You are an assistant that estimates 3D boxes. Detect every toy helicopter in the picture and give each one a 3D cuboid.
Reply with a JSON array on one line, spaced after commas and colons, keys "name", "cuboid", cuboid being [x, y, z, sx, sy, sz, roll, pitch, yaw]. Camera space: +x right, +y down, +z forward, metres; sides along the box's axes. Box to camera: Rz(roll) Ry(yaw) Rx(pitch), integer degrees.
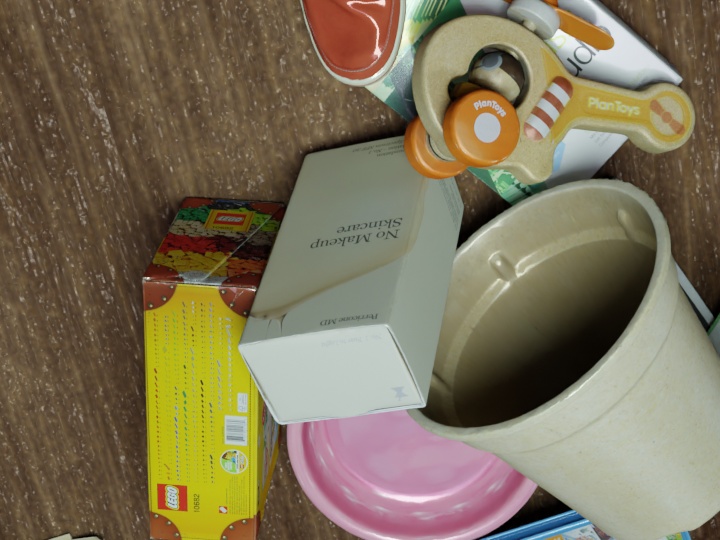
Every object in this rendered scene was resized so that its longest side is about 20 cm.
[{"name": "toy helicopter", "cuboid": [0.128, -0.120, 0.841, 0.199, 0.079, 0.133, 7, 84, -20]}]

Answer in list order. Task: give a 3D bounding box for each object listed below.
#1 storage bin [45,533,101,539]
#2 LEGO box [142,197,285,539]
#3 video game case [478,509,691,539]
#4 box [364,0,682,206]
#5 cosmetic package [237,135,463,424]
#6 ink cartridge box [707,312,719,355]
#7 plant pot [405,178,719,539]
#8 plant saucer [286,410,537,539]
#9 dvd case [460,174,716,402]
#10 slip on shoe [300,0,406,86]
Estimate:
[{"name": "storage bin", "cuboid": [-0.276, 0.341, 1.076, 0.198, 0.094, 0.200, -17, 112, 9]}, {"name": "LEGO box", "cuboid": [-0.100, 0.068, 0.923, 0.077, 0.149, 0.201, 4, 113, 3]}, {"name": "video game case", "cuboid": [0.165, 0.240, 1.038, 0.200, 0.018, 0.143, -20, 133, 10]}, {"name": "box", "cuboid": [0.098, -0.143, 0.889, 0.200, 0.036, 0.144, 37, 109, -12]}, {"name": "cosmetic package", "cuboid": [0.000, 0.000, 0.851, 0.103, 0.200, 0.073, -10, 126, 20]}, {"name": "ink cartridge box", "cuboid": [0.367, 0.053, 0.928, 0.200, 0.088, 0.146, 20, 114, -16]}, {"name": "plant pot", "cuboid": [0.156, 0.074, 0.850, 0.200, 0.201, 0.183, -37, 120, 15]}, {"name": "plant saucer", "cuboid": [0.044, 0.118, 0.996, 0.200, 0.051, 0.201, 0, 113, 1]}, {"name": "dvd case", "cuboid": [0.182, 0.054, 0.952, 0.150, 0.025, 0.200, -41, 108, -6]}, {"name": "slip on shoe", "cuboid": [-0.016, -0.216, 0.826, 0.074, 0.061, 0.201, -1, 105, 20]}]
